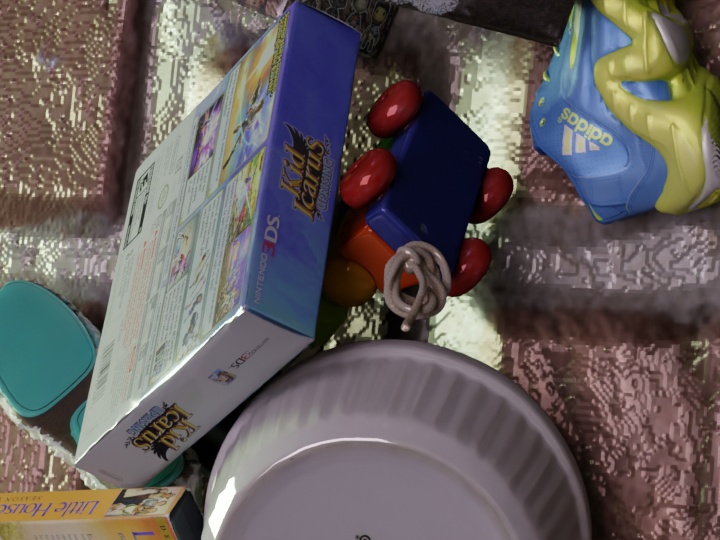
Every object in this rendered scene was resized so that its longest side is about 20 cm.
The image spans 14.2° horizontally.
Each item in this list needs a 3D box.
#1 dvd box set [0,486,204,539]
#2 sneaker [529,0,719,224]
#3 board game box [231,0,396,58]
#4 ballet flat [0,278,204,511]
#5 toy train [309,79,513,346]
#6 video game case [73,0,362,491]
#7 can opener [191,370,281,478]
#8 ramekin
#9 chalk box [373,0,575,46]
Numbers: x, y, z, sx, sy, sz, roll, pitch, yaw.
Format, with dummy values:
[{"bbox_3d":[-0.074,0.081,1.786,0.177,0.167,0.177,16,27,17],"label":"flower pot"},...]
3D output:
[{"bbox_3d":[-0.153,0.181,1.545,0.199,0.029,0.147,-5,124,30],"label":"dvd box set"},{"bbox_3d":[0.118,-0.115,1.461,0.105,0.076,0.201,-26,70,25],"label":"sneaker"},{"bbox_3d":[-0.038,-0.241,1.563,0.159,0.097,0.201,25,95,31],"label":"board game box"},{"bbox_3d":[-0.149,0.085,1.587,0.072,0.072,0.200,-53,49,12],"label":"ballet flat"},{"bbox_3d":[0.000,0.000,1.458,0.085,0.200,0.116,42,122,-15],"label":"toy train"},{"bbox_3d":[-0.073,-0.011,1.487,0.181,0.045,0.201,-43,30,47],"label":"video game case"},{"bbox_3d":[-0.044,0.113,1.537,0.063,0.079,0.200,-22,69,-16],"label":"can opener"},{"bbox_3d":[0.012,0.142,1.419,0.201,0.094,0.203,2,104,10],"label":"ramekin"},{"bbox_3d":[0.060,-0.233,1.413,0.124,0.124,0.201,-119,44,-60],"label":"chalk box"}]
